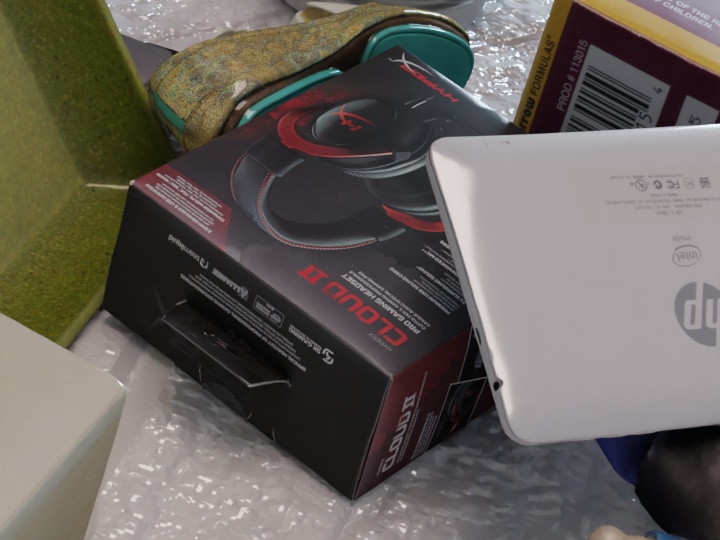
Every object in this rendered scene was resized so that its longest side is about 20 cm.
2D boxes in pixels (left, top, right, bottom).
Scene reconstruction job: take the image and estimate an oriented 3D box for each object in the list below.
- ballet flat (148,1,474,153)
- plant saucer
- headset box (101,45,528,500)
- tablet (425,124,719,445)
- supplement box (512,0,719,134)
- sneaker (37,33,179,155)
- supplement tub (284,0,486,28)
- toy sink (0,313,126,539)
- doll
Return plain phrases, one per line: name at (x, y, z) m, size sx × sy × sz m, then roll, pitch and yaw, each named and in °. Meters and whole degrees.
ballet flat at (-0.023, -0.093, 1.272) m, size 0.071 × 0.071 × 0.200 m, roll 35°, pitch 32°, yaw 24°
plant saucer at (-0.167, -0.063, 1.142) m, size 0.048 × 0.200 × 0.200 m, roll -10°, pitch 27°, yaw 30°
headset box at (0.000, 0.000, 1.173) m, size 0.149 × 0.075 × 0.200 m, roll 37°, pitch 43°, yaw 24°
tablet at (0.128, 0.001, 1.101) m, size 0.200 × 0.014 × 0.130 m, roll -5°, pitch 67°, yaw -27°
supplement box at (0.160, -0.097, 1.305) m, size 0.103 × 0.131 × 0.200 m, roll 29°, pitch 41°, yaw 15°
sneaker at (-0.162, -0.121, 1.235) m, size 0.200 × 0.114 × 0.076 m, roll 7°, pitch 31°, yaw -8°
supplement tub at (0.026, -0.229, 1.365) m, size 0.144 × 0.200 × 0.144 m, roll 9°, pitch 38°, yaw -7°
toy sink at (-0.209, 0.068, 0.993) m, size 0.200 × 0.112 × 0.130 m, roll 28°, pitch 39°, yaw 9°
doll at (0.135, 0.079, 1.102) m, size 0.136 × 0.048 × 0.200 m, roll -31°, pitch 80°, yaw -40°
